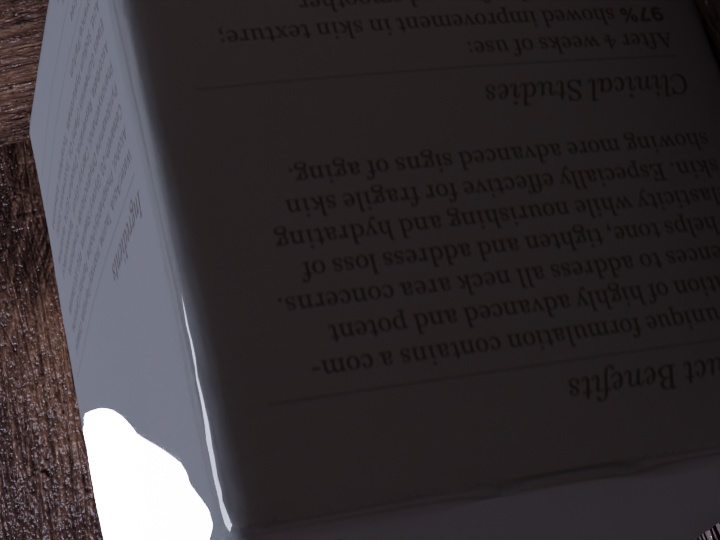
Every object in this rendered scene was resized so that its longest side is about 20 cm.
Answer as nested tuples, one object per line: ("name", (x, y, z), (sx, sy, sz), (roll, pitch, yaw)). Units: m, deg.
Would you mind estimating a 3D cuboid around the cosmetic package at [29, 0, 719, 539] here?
("cosmetic package", (0.004, -0.006, 0.473), (0.166, 0.166, 0.201), (123, 137, -60))
